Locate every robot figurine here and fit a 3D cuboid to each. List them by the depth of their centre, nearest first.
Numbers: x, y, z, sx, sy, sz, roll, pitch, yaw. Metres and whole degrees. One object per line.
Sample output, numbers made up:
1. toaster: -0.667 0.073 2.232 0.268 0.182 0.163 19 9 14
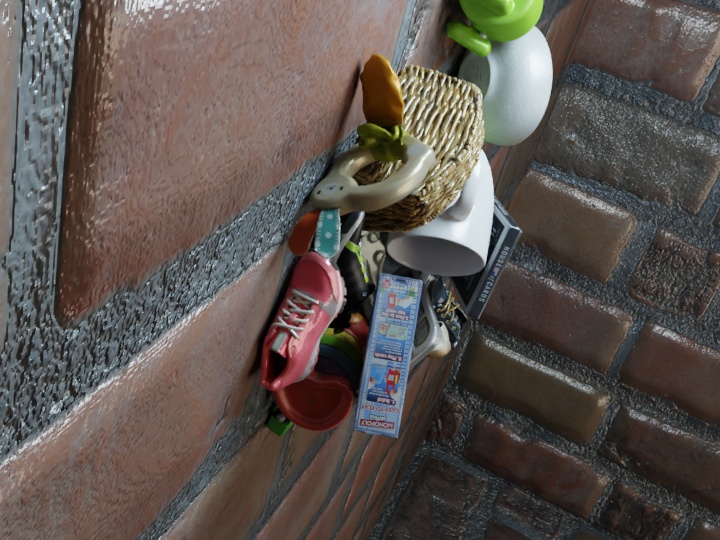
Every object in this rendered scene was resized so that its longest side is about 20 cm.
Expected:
1. robot figurine: 0.205 -0.399 1.264 0.176 0.115 0.200 -61 168 11

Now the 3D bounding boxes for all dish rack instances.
1. dish rack: 0.045 0.105 1.369 0.200 0.043 0.172 -43 -140 24

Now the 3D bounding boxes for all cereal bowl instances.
1. cereal bowl: 0.217 -0.305 1.412 0.083 0.200 0.201 0 124 -29

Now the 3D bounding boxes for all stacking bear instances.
1. stacking bear: -0.042 0.128 1.279 0.200 0.121 0.114 -61 166 -52

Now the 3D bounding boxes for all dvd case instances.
1. dvd case: 0.182 -0.033 1.341 0.200 0.025 0.151 -103 -146 -68

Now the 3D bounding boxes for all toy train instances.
1. toy train: -0.086 0.193 1.358 0.057 0.042 0.200 -61 171 28

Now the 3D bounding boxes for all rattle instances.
1. rattle: -0.017 -0.124 0.996 0.200 0.130 0.143 -33 145 -15

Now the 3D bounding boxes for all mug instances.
1. mug: 0.130 -0.108 1.258 0.200 0.147 0.176 129 -25 -68

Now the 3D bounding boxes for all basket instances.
1. basket: 0.085 -0.145 1.167 0.201 0.142 0.149 -60 160 -24

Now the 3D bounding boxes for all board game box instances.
1. board game box: 0.031 0.137 1.183 0.200 0.061 0.201 98 2 -65

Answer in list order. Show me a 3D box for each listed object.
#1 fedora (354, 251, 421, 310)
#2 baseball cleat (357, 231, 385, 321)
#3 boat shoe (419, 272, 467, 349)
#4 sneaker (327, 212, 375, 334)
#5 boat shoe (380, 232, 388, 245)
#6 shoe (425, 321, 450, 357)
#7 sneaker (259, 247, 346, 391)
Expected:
1. fedora: 0.057 0.024 1.500 0.177 0.090 0.200 -60 166 -21
2. baseball cleat: 0.000 0.000 1.305 0.069 0.106 0.201 -25 123 -18
3. boat shoe: 0.139 0.059 1.481 0.071 0.091 0.201 -57 162 -27
4. sneaker: -0.016 -0.002 1.147 0.072 0.082 0.201 -93 -159 -54
5. boat shoe: 0.059 -0.080 1.389 0.200 0.070 0.064 -27 121 -66
6. shoe: 0.051 0.117 1.473 0.070 0.199 0.054 -89 171 -49
7. sneaker: -0.077 0.070 1.094 0.087 0.073 0.201 -35 146 -60
